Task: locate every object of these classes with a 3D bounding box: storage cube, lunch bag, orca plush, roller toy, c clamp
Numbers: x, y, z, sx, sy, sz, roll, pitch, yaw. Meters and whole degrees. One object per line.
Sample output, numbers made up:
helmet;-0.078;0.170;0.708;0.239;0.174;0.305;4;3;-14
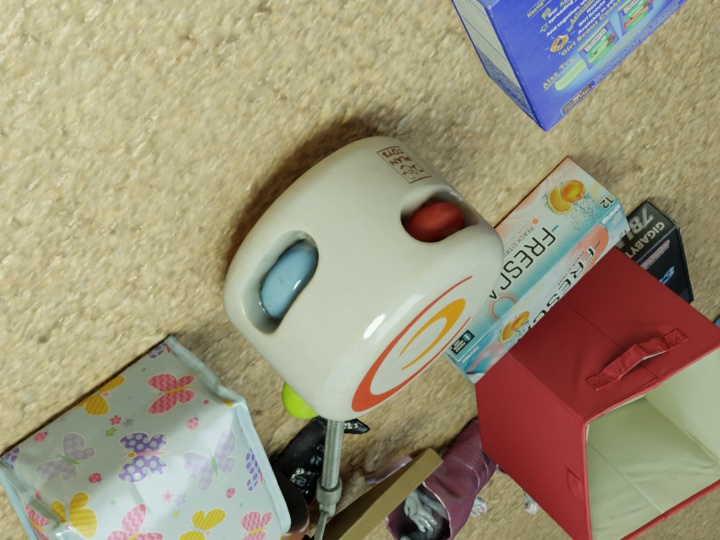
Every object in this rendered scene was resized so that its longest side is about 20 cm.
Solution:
storage cube;0.219;0.117;1.649;0.171;0.180;0.201;-27;133;-19
lunch bag;-0.154;0.179;1.336;0.169;0.127;0.200;-36;134;-19
orca plush;-0.056;0.215;1.600;0.200;0.071;0.105;-48;153;5
roller toy;0.000;0.000;1.303;0.200;0.140;0.183;-41;164;-13
c clamp;-0.018;0.124;1.467;0.171;0.027;0.200;-81;178;-45

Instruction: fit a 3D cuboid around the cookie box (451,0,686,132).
cookie box;0.150;-0.216;1.282;0.171;0.075;0.200;-43;154;-3

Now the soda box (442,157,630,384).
soda box;0.140;0.000;1.576;0.200;0.068;0.064;-44;152;-3

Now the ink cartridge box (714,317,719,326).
ink cartridge box;0.484;0.072;2.160;0.200;0.076;0.136;-46;154;5

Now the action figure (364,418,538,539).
action figure;0.092;0.201;1.799;0.134;0.149;0.200;-31;-168;50

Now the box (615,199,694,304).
box;0.242;0.047;1.816;0.200;0.050;0.199;-43;154;-7

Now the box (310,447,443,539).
box;-0.026;0.244;1.627;0.163;0.021;0.200;-41;177;40

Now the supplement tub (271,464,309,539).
supplement tub;-0.131;0.254;1.510;0.107;0.107;0.200;-2;130;-53
